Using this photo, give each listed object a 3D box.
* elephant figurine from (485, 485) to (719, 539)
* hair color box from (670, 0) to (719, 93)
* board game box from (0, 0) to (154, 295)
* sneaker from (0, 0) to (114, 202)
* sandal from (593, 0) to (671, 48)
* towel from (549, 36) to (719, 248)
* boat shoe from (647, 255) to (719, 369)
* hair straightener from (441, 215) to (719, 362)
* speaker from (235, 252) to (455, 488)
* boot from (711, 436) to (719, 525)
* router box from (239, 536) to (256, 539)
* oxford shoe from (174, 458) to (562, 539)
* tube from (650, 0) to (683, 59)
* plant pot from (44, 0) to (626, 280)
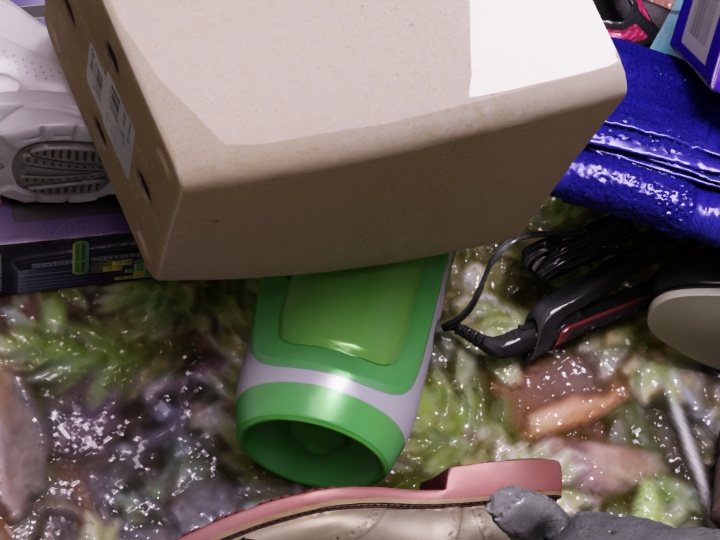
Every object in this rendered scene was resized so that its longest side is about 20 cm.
[{"bbox_3d":[0.129,0.214,0.981,0.155,0.141,0.201,6,75,26],"label":"elephant figurine"},{"bbox_3d":[0.258,-0.098,1.092,0.199,0.109,0.065,14,105,-6],"label":"hair color box"},{"bbox_3d":[-0.147,-0.090,1.127,0.165,0.057,0.201,-6,64,-10],"label":"board game box"},{"bbox_3d":[-0.199,-0.085,1.052,0.199,0.078,0.100,3,56,-17],"label":"sneaker"},{"bbox_3d":[0.106,-0.141,1.201,0.200,0.045,0.075,30,62,7],"label":"sandal"},{"bbox_3d":[0.192,-0.056,1.094,0.199,0.050,0.148,18,33,2],"label":"towel"},{"bbox_3d":[0.235,0.015,1.126,0.201,0.074,0.063,5,61,-12],"label":"boat shoe"},{"bbox_3d":[0.129,-0.014,1.130,0.199,0.041,0.077,-20,110,-12],"label":"hair straightener"},{"bbox_3d":[0.000,0.000,1.088,0.088,0.089,0.201,16,61,-1],"label":"speaker"},{"bbox_3d":[0.283,0.093,1.094,0.200,0.064,0.187,32,61,13],"label":"boot"},{"bbox_3d":[-0.029,0.232,0.921,0.149,0.051,0.200,-45,113,-27],"label":"router box"},{"bbox_3d":[0.001,0.135,1.027,0.199,0.070,0.075,-9,79,-7],"label":"oxford shoe"},{"bbox_3d":[0.248,-0.088,1.183,0.200,0.050,0.078,29,57,0],"label":"tube"},{"bbox_3d":[-0.029,-0.103,0.970,0.176,0.200,0.201,-20,77,-16],"label":"plant pot"}]
